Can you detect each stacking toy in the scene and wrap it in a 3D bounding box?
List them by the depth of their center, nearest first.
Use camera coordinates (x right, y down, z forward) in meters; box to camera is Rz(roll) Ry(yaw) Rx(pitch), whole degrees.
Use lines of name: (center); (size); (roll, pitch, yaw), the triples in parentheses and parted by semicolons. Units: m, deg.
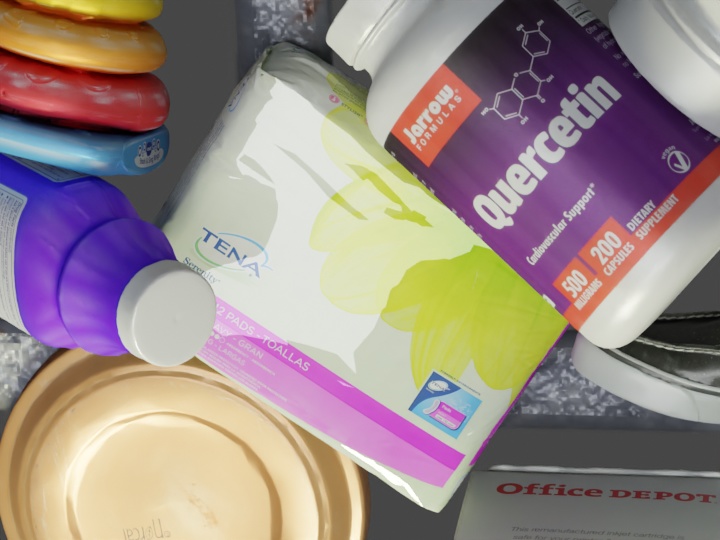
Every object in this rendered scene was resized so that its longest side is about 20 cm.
stacking toy: (-0.131, -0.153, 1.381); (0.109, 0.116, 0.201); (14, 100, 10)

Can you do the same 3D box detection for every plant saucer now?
plant saucer: (-0.095, 0.120, 1.512); (0.199, 0.032, 0.202); (4, 113, 10)

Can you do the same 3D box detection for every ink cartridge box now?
ink cartridge box: (0.113, 0.180, 1.406); (0.144, 0.200, 0.084); (2, 116, 10)

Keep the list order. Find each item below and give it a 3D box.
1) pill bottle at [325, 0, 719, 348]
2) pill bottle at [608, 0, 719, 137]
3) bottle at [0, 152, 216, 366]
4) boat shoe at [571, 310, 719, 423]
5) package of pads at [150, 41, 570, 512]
pill bottle: (0.081, -0.066, 1.335); (0.200, 0.112, 0.113); (43, 114, 6)
pill bottle: (0.210, -0.157, 1.294); (0.114, 0.114, 0.200); (38, 114, -6)
bottle: (-0.141, -0.007, 1.389); (0.200, 0.065, 0.084); (25, 121, 50)
boat shoe: (0.203, 0.037, 1.405); (0.199, 0.071, 0.064); (9, 114, -1)
package of pads: (0.000, 0.000, 1.419); (0.199, 0.068, 0.155); (32, 109, -4)
